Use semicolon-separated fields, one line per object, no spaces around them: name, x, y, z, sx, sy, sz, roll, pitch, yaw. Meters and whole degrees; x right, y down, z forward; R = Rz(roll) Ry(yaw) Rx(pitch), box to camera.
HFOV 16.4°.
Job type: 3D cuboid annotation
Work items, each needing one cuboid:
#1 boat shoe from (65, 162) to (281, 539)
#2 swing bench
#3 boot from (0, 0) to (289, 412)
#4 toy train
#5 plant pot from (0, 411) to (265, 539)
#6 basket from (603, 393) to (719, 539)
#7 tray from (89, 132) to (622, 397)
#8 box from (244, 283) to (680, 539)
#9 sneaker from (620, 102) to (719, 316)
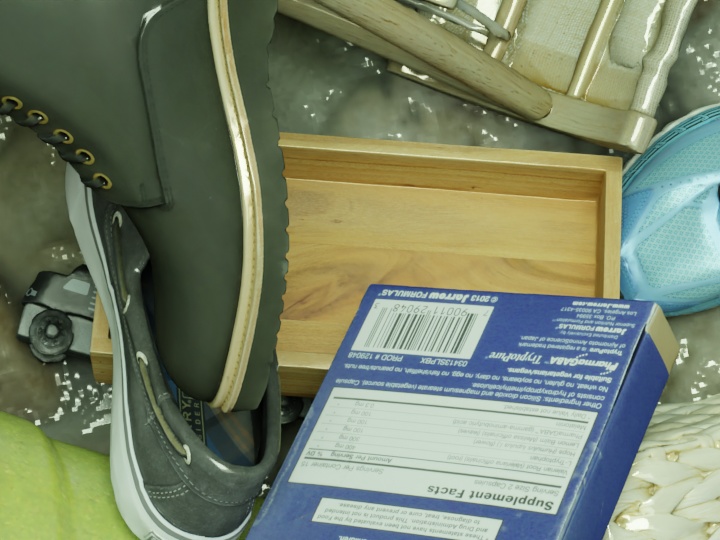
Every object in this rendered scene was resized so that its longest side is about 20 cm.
boat shoe;-0.062;0.002;0.895;0.070;0.066;0.201;12;53;-25
swing bench;0.044;-0.176;0.951;0.199;0.130;0.200;23;89;-30
boot;-0.098;-0.047;0.788;0.138;0.077;0.201;-8;106;-16
toy train;-0.039;0.038;1.003;0.199;0.034;0.046;17;78;-8
plant pot;-0.084;0.151;0.935;0.183;0.200;0.201;9;92;-20
basket;0.137;0.114;0.954;0.199;0.135;0.124;-10;92;-30
tray;0.000;0.000;0.972;0.199;0.037;0.099;4;66;0
box;0.020;0.092;0.851;0.200;0.121;0.032;-62;140;-32
sneaker;0.186;-0.042;1.001;0.199;0.090;0.079;-26;96;-1
